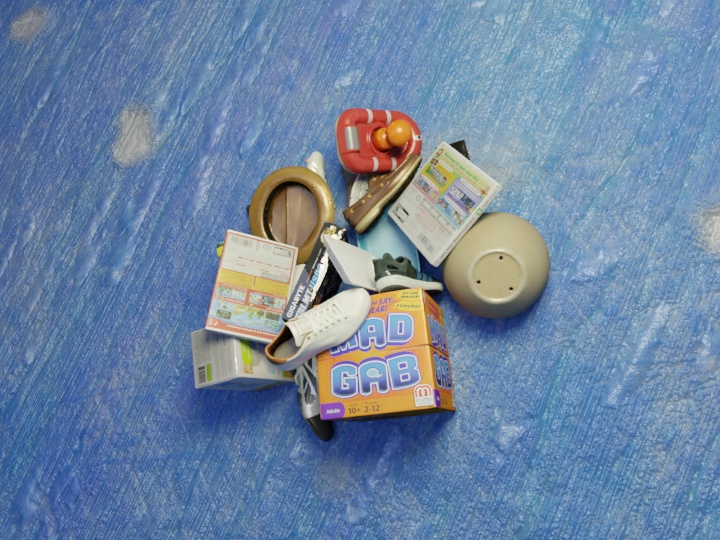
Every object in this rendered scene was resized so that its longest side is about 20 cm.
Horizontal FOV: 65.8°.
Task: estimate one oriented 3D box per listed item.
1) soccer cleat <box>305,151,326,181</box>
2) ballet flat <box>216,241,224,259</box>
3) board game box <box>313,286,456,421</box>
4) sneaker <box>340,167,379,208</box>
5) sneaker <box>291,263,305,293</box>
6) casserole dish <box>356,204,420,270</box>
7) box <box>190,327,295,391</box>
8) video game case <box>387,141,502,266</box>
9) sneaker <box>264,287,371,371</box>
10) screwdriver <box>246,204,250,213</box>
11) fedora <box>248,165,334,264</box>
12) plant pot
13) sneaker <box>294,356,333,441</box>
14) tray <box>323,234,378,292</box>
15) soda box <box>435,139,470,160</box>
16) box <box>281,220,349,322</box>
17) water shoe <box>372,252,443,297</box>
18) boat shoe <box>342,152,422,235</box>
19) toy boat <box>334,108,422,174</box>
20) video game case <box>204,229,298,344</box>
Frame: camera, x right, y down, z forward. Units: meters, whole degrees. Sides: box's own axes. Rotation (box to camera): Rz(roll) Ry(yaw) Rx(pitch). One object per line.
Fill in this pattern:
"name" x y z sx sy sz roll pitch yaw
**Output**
"soccer cleat" -0.089 -0.162 1.225 0.077 0.069 0.201 4 85 15
"ballet flat" -0.214 -0.052 1.203 0.067 0.200 0.067 -16 94 57
"board game box" 0.049 0.163 1.016 0.199 0.200 0.201 -10 72 16
"sneaker" -0.005 -0.204 1.214 0.082 0.077 0.201 -2 74 47
"sneaker" -0.194 0.048 1.159 0.199 0.074 0.116 -8 43 39
"casserole dish" 0.059 -0.042 1.155 0.121 0.039 0.201 -15 71 15
"box" -0.227 0.174 1.106 0.101 0.200 0.113 -18 70 21
"video game case" 0.150 -0.130 1.048 0.182 0.022 0.200 -52 38 15
"sneaker" -0.070 0.095 0.920 0.200 0.085 0.073 -39 65 0
"screwdriver" -0.206 -0.071 1.261 0.029 0.028 0.200 -24 69 -20
"fedora" -0.133 -0.112 1.156 0.200 0.082 0.202 0 90 15
"plant pot" 0.242 -0.001 0.992 0.199 0.134 0.201 2 99 11
"sneaker" -0.078 0.235 1.111 0.088 0.074 0.201 -24 70 14
"tray" 0.000 0.000 1.016 0.022 0.200 0.108 -39 66 16
"soda box" 0.205 -0.154 1.115 0.063 0.071 0.201 -15 72 13
"box" -0.079 0.028 1.085 0.050 0.200 0.199 21 77 7
"water shoe" 0.094 0.010 1.041 0.071 0.200 0.079 -24 71 27
"boat shoe" 0.043 -0.164 1.125 0.068 0.072 0.200 43 96 7
"toy boat" 0.053 -0.267 1.124 0.130 0.199 0.131 -4 95 50
"video game case" -0.201 0.031 1.045 0.142 0.017 0.201 15 65 -17
